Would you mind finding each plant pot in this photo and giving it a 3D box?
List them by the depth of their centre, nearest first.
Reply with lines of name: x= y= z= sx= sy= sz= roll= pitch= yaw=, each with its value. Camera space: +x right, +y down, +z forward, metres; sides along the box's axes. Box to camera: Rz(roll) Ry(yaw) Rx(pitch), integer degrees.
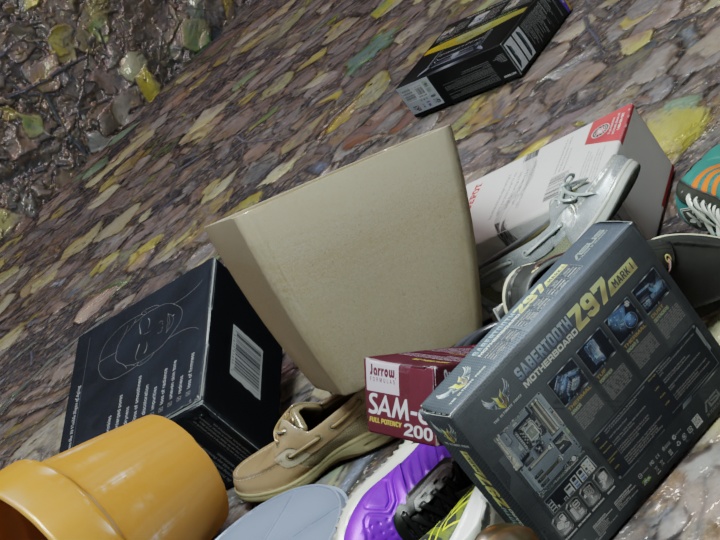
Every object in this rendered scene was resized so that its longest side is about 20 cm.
plant pot: x=0.000 y=0.000 z=1.489 sx=0.199 sy=0.178 sz=0.200 roll=-24 pitch=4 yaw=-12
plant pot: x=-0.225 y=0.232 z=1.546 sx=0.183 sy=0.201 sz=0.200 roll=-36 pitch=14 yaw=-35

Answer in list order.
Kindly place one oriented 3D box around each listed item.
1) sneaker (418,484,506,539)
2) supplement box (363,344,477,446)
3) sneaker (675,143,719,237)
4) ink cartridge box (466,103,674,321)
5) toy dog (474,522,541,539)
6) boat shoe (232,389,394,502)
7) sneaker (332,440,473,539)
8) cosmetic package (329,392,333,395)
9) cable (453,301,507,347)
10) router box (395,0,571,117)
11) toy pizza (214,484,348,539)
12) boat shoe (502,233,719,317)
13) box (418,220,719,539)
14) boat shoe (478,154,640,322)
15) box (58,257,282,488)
sneaker: x=0.078 y=0.193 z=1.236 sx=0.084 sy=0.075 sz=0.200 roll=-13 pitch=31 yaw=52
supplement box: x=0.115 y=0.086 z=1.274 sx=0.199 sy=0.061 sz=0.109 roll=-4 pitch=3 yaw=-27
sneaker: x=0.303 y=-0.052 z=1.403 sx=0.080 sy=0.072 sz=0.200 roll=-33 pitch=11 yaw=17
ink cartridge box: x=0.180 y=-0.052 z=1.599 sx=0.199 sy=0.083 sz=0.147 roll=-25 pitch=22 yaw=32
toy dog: x=0.067 y=0.245 z=1.047 sx=0.193 sy=0.140 sz=0.200 roll=-13 pitch=29 yaw=26
boat shoe: x=-0.046 y=0.149 z=1.578 sx=0.199 sy=0.065 sz=0.071 roll=-30 pitch=21 yaw=24
sneaker: x=0.060 y=0.173 z=1.323 sx=0.099 sy=0.070 sz=0.200 roll=-10 pitch=34 yaw=51
cosmetic package: x=0.028 y=0.029 z=1.685 sx=0.103 sy=0.087 sz=0.200 roll=-21 pitch=25 yaw=39
cable: x=0.166 y=0.035 z=1.428 sx=0.199 sy=0.051 sz=0.163 roll=-29 pitch=-14 yaw=-26
router box: x=0.160 y=-0.289 z=2.230 sx=0.199 sy=0.052 sz=0.157 roll=-17 pitch=28 yaw=47
toy pizza: x=-0.085 y=0.259 z=1.449 sx=0.200 sy=0.032 sz=0.200 roll=-34 pitch=18 yaw=12
boat shoe: x=0.212 y=0.013 z=1.314 sx=0.200 sy=0.074 sz=0.063 roll=-7 pitch=1 yaw=-10
box: x=0.159 y=0.088 z=1.203 sx=0.200 sy=0.158 sz=0.051 roll=-46 pitch=20 yaw=-19
boat shoe: x=0.164 y=-0.031 z=1.479 sx=0.202 sy=0.065 sz=0.074 roll=-50 pitch=-2 yaw=37
box: x=-0.190 y=0.128 z=1.734 sx=0.196 sy=0.124 sz=0.201 roll=-27 pitch=38 yaw=25
